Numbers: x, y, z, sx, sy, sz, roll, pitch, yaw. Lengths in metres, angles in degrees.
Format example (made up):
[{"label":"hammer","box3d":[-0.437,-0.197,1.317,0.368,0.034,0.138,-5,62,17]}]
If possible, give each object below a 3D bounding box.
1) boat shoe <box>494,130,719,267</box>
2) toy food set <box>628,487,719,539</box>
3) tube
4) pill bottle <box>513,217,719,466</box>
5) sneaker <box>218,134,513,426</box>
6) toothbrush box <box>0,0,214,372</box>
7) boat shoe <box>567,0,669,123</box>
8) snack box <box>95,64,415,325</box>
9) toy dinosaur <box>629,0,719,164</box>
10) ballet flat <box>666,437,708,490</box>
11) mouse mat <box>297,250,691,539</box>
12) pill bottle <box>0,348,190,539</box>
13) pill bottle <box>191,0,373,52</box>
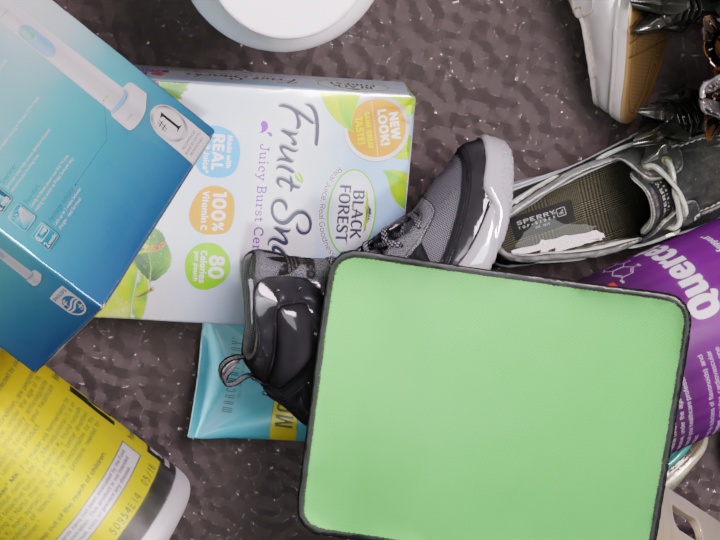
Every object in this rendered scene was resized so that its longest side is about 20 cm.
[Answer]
[{"label":"boat shoe","box3d":[0.163,-0.041,1.260,0.199,0.071,0.072,-22,104,-1]},{"label":"toy food set","box3d":[0.112,0.196,1.279,0.200,0.061,0.143,-35,148,14]},{"label":"tube","box3d":[0.001,0.074,1.290,0.199,0.050,0.078,8,83,-3]},{"label":"pill bottle","box3d":[0.172,0.046,1.241,0.199,0.112,0.113,-23,105,-15]},{"label":"sneaker","box3d":[0.000,0.000,1.200,0.114,0.076,0.201,26,101,-16]},{"label":"toothbrush box","box3d":[-0.198,-0.071,1.121,0.200,0.147,0.085,38,137,-13]},{"label":"boat shoe","box3d":[0.137,-0.184,1.232,0.069,0.071,0.201,9,115,25]},{"label":"snack box","box3d":[-0.075,-0.043,1.248,0.199,0.053,0.143,4,105,-7]},{"label":"toy dinosaur","box3d":[0.224,-0.105,1.194,0.135,0.200,0.103,5,86,29]},{"label":"ballet flat","box3d":[0.124,0.148,1.317,0.199,0.068,0.062,-28,134,5]},{"label":"mouse mat","box3d":[0.071,0.079,1.176,0.199,0.008,0.162,8,100,1]},{"label":"pill bottle","box3d":[-0.206,0.106,1.241,0.200,0.114,0.114,39,97,-13]},{"label":"pill bottle","box3d":[-0.043,-0.175,1.144,0.111,0.200,0.112,-1,104,-5]}]
